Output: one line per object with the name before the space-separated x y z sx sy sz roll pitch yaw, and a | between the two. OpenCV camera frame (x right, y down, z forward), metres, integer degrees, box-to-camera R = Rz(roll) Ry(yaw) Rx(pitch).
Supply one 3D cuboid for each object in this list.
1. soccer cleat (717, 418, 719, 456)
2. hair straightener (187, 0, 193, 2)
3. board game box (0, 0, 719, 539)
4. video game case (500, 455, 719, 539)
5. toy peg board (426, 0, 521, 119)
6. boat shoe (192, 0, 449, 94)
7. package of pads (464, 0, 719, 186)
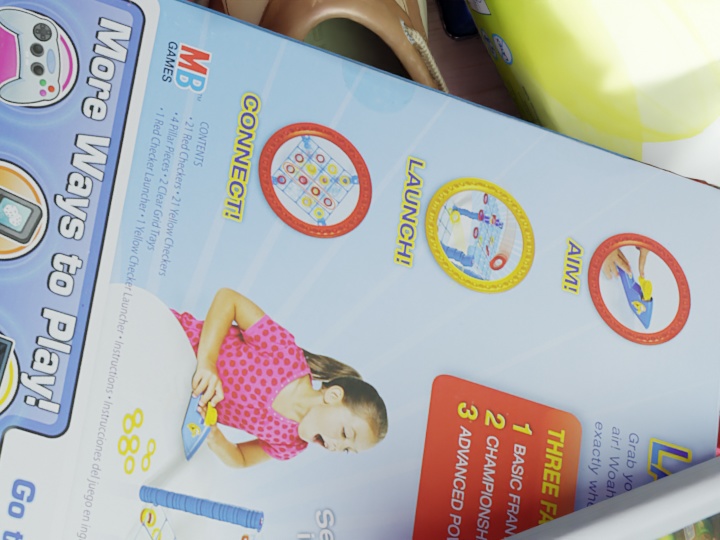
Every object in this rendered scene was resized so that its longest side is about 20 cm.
soccer cleat | 0.154 0.054 0.783 0.199 0.069 0.086 19 79 -7
hair straightener | -0.115 -0.125 0.693 0.077 0.041 0.201 -25 98 26
board game box | -0.022 0.050 0.611 0.195 0.056 0.201 18 62 -19
video game case | 0.090 0.131 0.606 0.023 0.200 0.183 -9 91 32
toy peg board | -0.042 -0.125 0.759 0.199 0.098 0.200 -13 90 -4
boat shoe | 0.000 0.000 0.736 0.075 0.074 0.201 -18 122 -2
package of pads | 0.121 -0.099 0.716 0.199 0.068 0.155 -26 106 4
